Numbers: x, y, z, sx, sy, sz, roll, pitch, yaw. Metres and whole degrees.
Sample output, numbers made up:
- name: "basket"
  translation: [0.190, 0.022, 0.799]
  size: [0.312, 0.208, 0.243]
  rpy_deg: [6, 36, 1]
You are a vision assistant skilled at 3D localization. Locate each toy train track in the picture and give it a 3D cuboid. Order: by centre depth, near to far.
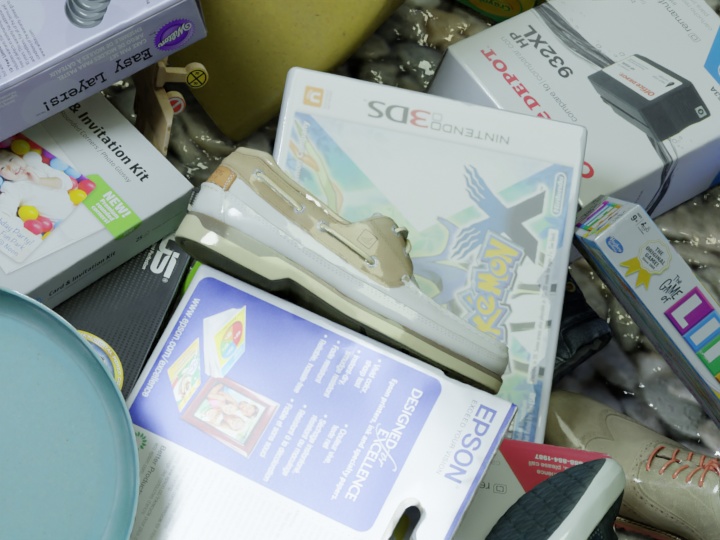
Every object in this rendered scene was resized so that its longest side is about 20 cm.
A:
- name: "toy train track"
  translation: [-0.109, -0.145, 1.291]
  size: [0.032, 0.200, 0.115]
  rpy_deg: [0, 35, -20]

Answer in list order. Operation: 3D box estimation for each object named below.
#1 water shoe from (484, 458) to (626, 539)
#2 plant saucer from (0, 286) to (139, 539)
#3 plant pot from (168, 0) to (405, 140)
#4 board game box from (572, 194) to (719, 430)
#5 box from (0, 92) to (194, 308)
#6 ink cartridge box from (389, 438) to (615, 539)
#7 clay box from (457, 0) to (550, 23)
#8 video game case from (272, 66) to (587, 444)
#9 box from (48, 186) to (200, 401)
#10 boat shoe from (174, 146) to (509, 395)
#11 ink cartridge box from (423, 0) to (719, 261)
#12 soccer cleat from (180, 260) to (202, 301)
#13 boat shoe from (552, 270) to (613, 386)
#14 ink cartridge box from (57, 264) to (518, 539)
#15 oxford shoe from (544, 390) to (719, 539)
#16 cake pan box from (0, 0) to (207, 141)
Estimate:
- name: "water shoe"
  translation: [0.094, 0.184, 1.111]
  size: [0.079, 0.071, 0.200]
  rpy_deg: [50, 50, -15]
- name: "plant saucer"
  translation: [-0.209, 0.104, 1.124]
  size: [0.200, 0.027, 0.201]
  rpy_deg: [1, 93, 10]
- name: "plant pot"
  translation: [-0.030, -0.235, 1.332]
  size: [0.196, 0.200, 0.194]
  rpy_deg: [52, 52, -12]
- name: "board game box"
  translation: [0.200, 0.045, 1.256]
  size: [0.034, 0.134, 0.200]
  rpy_deg: [-39, 96, 0]
- name: "box"
  translation: [-0.220, -0.042, 1.227]
  size: [0.200, 0.041, 0.156]
  rpy_deg: [-34, 70, -34]
- name: "ink cartridge box"
  translation: [0.064, 0.195, 1.175]
  size: [0.145, 0.083, 0.200]
  rpy_deg: [10, 54, -10]
- name: "clay box"
  translation: [0.077, -0.246, 1.511]
  size: [0.200, 0.048, 0.115]
  rpy_deg: [30, 52, 4]
- name: "video game case"
  translation: [0.030, -0.005, 1.238]
  size: [0.182, 0.022, 0.200]
  rpy_deg: [11, 78, -7]
- name: "box"
  translation: [-0.192, 0.010, 1.251]
  size: [0.160, 0.044, 0.200]
  rpy_deg: [21, 53, 0]
- name: "boat shoe"
  translation: [0.000, 0.000, 1.183]
  size: [0.200, 0.075, 0.068]
  rpy_deg: [29, 77, -5]
- name: "ink cartridge box"
  translation: [0.160, -0.107, 1.415]
  size: [0.200, 0.084, 0.145]
  rpy_deg: [-27, 68, -31]
- name: "soccer cleat"
  translation: [-0.015, -0.010, 1.296]
  size: [0.200, 0.081, 0.068]
  rpy_deg: [-20, 64, -28]
- name: "boat shoe"
  translation: [0.062, 0.047, 1.286]
  size: [0.200, 0.071, 0.091]
  rpy_deg: [-28, 70, -30]
- name: "ink cartridge box"
  translation: [-0.045, 0.123, 1.149]
  size: [0.200, 0.047, 0.198]
  rpy_deg: [24, 75, 15]
- name: "oxford shoe"
  translation: [0.191, 0.123, 1.270]
  size: [0.200, 0.075, 0.070]
  rpy_deg: [31, 53, 6]
- name: "cake pan box"
  translation: [-0.211, -0.175, 1.234]
  size: [0.184, 0.052, 0.200]
  rpy_deg: [-28, 61, -8]
